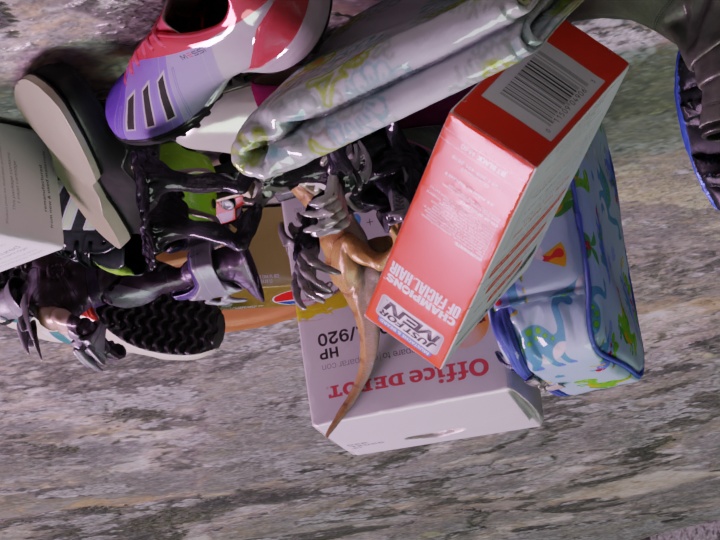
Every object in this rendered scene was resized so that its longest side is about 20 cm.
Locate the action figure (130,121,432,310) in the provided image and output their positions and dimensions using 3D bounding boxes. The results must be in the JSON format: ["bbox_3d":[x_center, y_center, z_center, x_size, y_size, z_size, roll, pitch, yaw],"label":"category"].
[{"bbox_3d":[-0.032,-0.038,1.565,0.199,0.102,0.119,-8,143,-5],"label":"action figure"}]

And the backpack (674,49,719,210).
[{"bbox_3d":[0.294,-0.107,1.600,0.199,0.163,0.168,-14,-172,12],"label":"backpack"}]

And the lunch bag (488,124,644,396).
[{"bbox_3d":[0.134,-0.018,1.786,0.082,0.201,0.161,-12,166,18],"label":"lunch bag"}]

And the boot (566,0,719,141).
[{"bbox_3d":[0.190,-0.134,1.506,0.199,0.131,0.068,-12,165,15],"label":"boot"}]

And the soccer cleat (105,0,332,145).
[{"bbox_3d":[-0.100,-0.131,1.525,0.073,0.068,0.200,24,151,-32],"label":"soccer cleat"}]

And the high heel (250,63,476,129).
[{"bbox_3d":[0.032,-0.128,1.604,0.200,0.096,0.067,-36,-160,14],"label":"high heel"}]

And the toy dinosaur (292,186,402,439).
[{"bbox_3d":[0.000,0.000,1.764,0.106,0.201,0.060,-16,-175,32],"label":"toy dinosaur"}]

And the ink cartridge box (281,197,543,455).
[{"bbox_3d":[0.037,0.015,1.863,0.147,0.201,0.145,-11,166,11],"label":"ink cartridge box"}]

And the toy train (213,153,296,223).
[{"bbox_3d":[-0.101,-0.054,1.829,0.199,0.034,0.046,-15,127,24],"label":"toy train"}]

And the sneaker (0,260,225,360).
[{"bbox_3d":[-0.200,0.024,2.001,0.199,0.071,0.093,11,171,-3],"label":"sneaker"}]

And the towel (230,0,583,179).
[{"bbox_3d":[0.037,-0.127,1.456,0.200,0.048,0.171,-24,-170,30],"label":"towel"}]

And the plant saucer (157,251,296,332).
[{"bbox_3d":[-0.106,0.014,2.117,0.199,0.038,0.200,-8,166,-2],"label":"plant saucer"}]

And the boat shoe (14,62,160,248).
[{"bbox_3d":[-0.165,-0.083,1.666,0.063,0.074,0.201,-42,157,-9],"label":"boat shoe"}]

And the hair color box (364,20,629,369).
[{"bbox_3d":[0.077,-0.045,1.546,0.111,0.064,0.200,-47,166,-38],"label":"hair color box"}]

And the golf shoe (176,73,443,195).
[{"bbox_3d":[-0.027,-0.083,1.684,0.199,0.088,0.077,-2,166,-18],"label":"golf shoe"}]

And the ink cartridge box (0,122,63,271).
[{"bbox_3d":[-0.310,-0.045,1.679,0.145,0.084,0.200,-18,163,34],"label":"ink cartridge box"}]

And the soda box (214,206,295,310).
[{"bbox_3d":[-0.013,-0.013,2.007,0.199,0.064,0.068,-4,166,-17],"label":"soda box"}]

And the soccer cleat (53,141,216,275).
[{"bbox_3d":[-0.188,-0.031,1.803,0.199,0.081,0.067,-14,164,24],"label":"soccer cleat"}]

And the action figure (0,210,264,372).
[{"bbox_3d":[-0.176,0.007,1.900,0.199,0.131,0.069,-16,148,6],"label":"action figure"}]
